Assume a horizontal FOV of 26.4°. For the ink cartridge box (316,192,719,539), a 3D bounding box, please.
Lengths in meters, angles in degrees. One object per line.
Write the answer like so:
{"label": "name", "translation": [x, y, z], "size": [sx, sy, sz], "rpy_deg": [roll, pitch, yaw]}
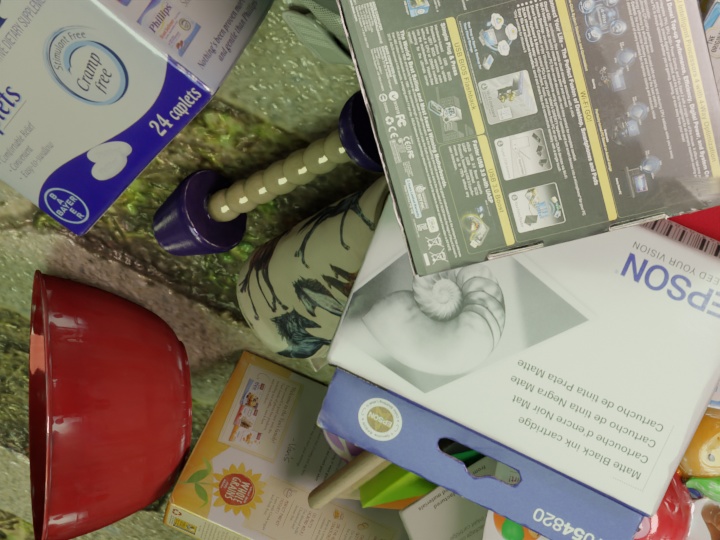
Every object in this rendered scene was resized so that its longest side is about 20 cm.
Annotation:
{"label": "ink cartridge box", "translation": [0.086, 0.047, 0.823], "size": [0.199, 0.041, 0.201], "rpy_deg": [24, 111, 10]}

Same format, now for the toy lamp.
{"label": "toy lamp", "translation": [-0.057, -0.055, 0.965], "size": [0.199, 0.058, 0.058], "rpy_deg": [-21, 123, 39]}

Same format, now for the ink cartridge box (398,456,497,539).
{"label": "ink cartridge box", "translation": [0.123, 0.231, 0.967], "size": [0.085, 0.201, 0.146], "rpy_deg": [-35, 145, 16]}

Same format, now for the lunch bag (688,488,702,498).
{"label": "lunch bag", "translation": [0.247, 0.214, 1.025], "size": [0.200, 0.161, 0.082], "rpy_deg": [40, 107, -14]}

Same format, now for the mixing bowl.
{"label": "mixing bowl", "translation": [-0.183, 0.100, 1.120], "size": [0.108, 0.201, 0.201], "rpy_deg": [1, 144, -16]}

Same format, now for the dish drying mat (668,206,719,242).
{"label": "dish drying mat", "translation": [0.240, -0.029, 0.806], "size": [0.199, 0.018, 0.077], "rpy_deg": [11, 141, -3]}

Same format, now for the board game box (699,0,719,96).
{"label": "board game box", "translation": [0.203, -0.065, 0.810], "size": [0.134, 0.034, 0.200], "rpy_deg": [14, 141, -9]}

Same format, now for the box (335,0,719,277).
{"label": "box", "translation": [0.076, -0.111, 0.710], "size": [0.160, 0.049, 0.201], "rpy_deg": [-14, 108, 12]}

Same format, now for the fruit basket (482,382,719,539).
{"label": "fruit basket", "translation": [0.167, 0.108, 0.876], "size": [0.184, 0.201, 0.094], "rpy_deg": [12, 172, 18]}

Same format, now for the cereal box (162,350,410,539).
{"label": "cereal box", "translation": [-0.024, 0.158, 1.112], "size": [0.199, 0.144, 0.040], "rpy_deg": [25, 141, 2]}

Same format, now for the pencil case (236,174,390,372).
{"label": "pencil case", "translation": [0.000, 0.000, 0.947], "size": [0.090, 0.078, 0.200], "rpy_deg": [48, 149, -10]}

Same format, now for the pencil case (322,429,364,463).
{"label": "pencil case", "translation": [0.044, 0.062, 1.016], "size": [0.084, 0.086, 0.200], "rpy_deg": [27, 140, -13]}

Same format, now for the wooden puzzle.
{"label": "wooden puzzle", "translation": [0.089, 0.127, 1.021], "size": [0.199, 0.037, 0.185], "rpy_deg": [5, 150, -31]}

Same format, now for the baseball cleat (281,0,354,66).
{"label": "baseball cleat", "translation": [0.041, -0.122, 0.790], "size": [0.200, 0.070, 0.106], "rpy_deg": [38, 153, -8]}

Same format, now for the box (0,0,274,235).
{"label": "box", "translation": [-0.184, -0.148, 0.889], "size": [0.200, 0.105, 0.184], "rpy_deg": [37, 139, -14]}
